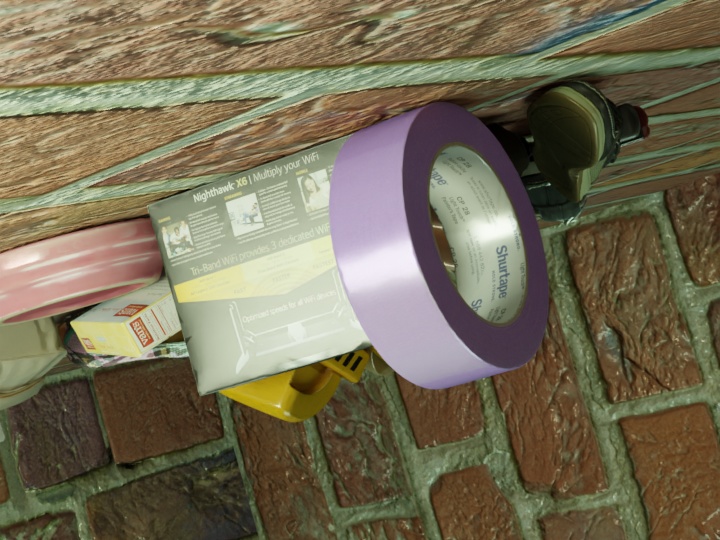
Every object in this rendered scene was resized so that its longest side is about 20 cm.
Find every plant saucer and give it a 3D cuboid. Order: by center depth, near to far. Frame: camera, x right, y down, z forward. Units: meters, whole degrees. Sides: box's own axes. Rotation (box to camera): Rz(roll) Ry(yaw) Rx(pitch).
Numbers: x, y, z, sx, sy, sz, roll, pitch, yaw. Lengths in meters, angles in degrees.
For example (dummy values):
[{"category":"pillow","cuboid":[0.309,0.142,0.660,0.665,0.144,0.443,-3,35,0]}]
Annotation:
[{"category":"plant saucer","cuboid":[-0.250,0.005,1.515,0.200,0.051,0.201,-17,177,-1]}]

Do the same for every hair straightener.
[{"category":"hair straightener","cuboid":[0.172,-0.119,1.693,0.200,0.041,0.077,-12,175,21]}]

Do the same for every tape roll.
[{"category":"tape roll","cuboid":[0.060,-0.018,1.289,0.066,0.200,0.200,-17,177,30]}]

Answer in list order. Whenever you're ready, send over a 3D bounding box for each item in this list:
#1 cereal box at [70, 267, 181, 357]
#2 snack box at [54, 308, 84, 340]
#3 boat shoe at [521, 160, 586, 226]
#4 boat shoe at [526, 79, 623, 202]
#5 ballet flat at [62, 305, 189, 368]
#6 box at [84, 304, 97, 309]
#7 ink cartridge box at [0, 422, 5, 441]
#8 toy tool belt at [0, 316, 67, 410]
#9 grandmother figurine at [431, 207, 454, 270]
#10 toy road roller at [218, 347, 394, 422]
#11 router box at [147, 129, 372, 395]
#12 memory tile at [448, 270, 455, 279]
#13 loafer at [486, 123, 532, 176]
[{"category":"cereal box","cuboid":[-0.150,0.011,1.589,0.200,0.040,0.144,-34,-166,-23]},{"category":"snack box","cuboid":[-0.248,0.036,1.901,0.200,0.072,0.024,-14,176,-33]},{"category":"boat shoe","cuboid":[0.174,-0.069,1.649,0.073,0.062,0.200,-14,178,2]},{"category":"boat shoe","cuboid":[0.180,-0.118,1.450,0.065,0.073,0.200,-47,171,-10]},{"category":"ballet flat","cuboid":[-0.193,0.050,1.745,0.200,0.069,0.071,-9,153,-27]},{"category":"box","cuboid":[-0.164,-0.006,1.797,0.161,0.049,0.200,-10,173,-46]},{"category":"ink cartridge box","cuboid":[-0.446,0.119,1.680,0.084,0.146,0.200,-19,177,28]},{"category":"toy tool belt","cuboid":[-0.375,0.081,1.600,0.200,0.125,0.123,-12,167,-47]},{"category":"grandmother figurine","cuboid":[0.022,-0.043,1.535,0.200,0.121,0.061,9,134,-20]},{"category":"toy road roller","cuboid":[-0.043,0.060,1.504,0.123,0.146,0.200,21,170,31]},{"category":"router box","cuboid":[-0.052,-0.005,1.367,0.200,0.157,0.052,-17,177,24]},{"category":"memory tile","cuboid":[0.000,0.000,1.684,0.153,0.017,0.200,15,163,-10]},{"category":"loafer","cuboid":[0.100,-0.095,1.488,0.071,0.073,0.200,-39,179,15]}]
